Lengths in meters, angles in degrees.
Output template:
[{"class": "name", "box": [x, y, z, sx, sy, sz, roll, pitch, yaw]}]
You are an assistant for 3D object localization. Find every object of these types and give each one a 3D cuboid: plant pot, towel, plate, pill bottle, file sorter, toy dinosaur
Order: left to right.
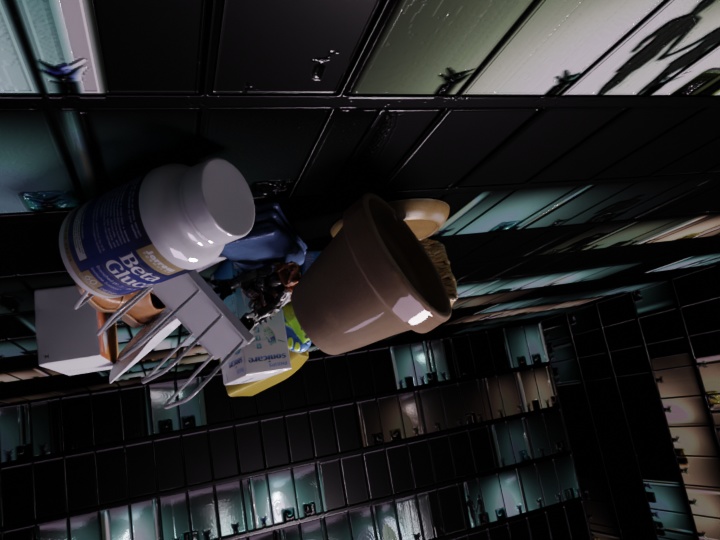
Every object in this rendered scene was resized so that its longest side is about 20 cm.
[{"class": "pill bottle", "box": [-0.213, -0.047, 0.627, 0.198, 0.113, 0.111, -17, 166, 27]}, {"class": "file sorter", "box": [-0.277, 0.072, 0.817, 0.138, 0.201, 0.125, -26, -164, 51]}, {"class": "plate", "box": [-0.368, 0.104, 1.096, 0.199, 0.032, 0.200, -40, -173, 34]}, {"class": "towel", "box": [-0.146, -0.041, 0.855, 0.110, 0.049, 0.200, -12, 168, 3]}, {"class": "plant pot", "box": [-0.250, 0.201, 1.548, 0.197, 0.198, 0.194, -20, 167, 4]}, {"class": "toy dinosaur", "box": [-0.139, 0.023, 0.876, 0.135, 0.102, 0.201, -29, 155, -33]}, {"class": "plant pot", "box": [0.001, 0.023, 0.812, 0.173, 0.202, 0.200, -34, 160, 17]}, {"class": "plant pot", "box": [0.050, -0.067, 0.956, 0.197, 0.028, 0.200, -11, 167, -2]}]

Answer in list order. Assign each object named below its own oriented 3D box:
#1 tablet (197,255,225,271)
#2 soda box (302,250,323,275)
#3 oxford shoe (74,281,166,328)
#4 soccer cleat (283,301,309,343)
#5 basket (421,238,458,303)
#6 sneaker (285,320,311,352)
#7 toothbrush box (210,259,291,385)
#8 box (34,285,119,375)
[{"class": "tablet", "box": [-0.329, 0.003, 0.979, 0.198, 0.014, 0.129, -20, 165, 37]}, {"class": "soda box", "box": [0.000, 0.000, 1.013, 0.196, 0.065, 0.068, 2, -179, 1]}, {"class": "oxford shoe", "box": [-0.374, 0.029, 0.926, 0.070, 0.072, 0.200, -24, 158, 3]}, {"class": "soccer cleat", "box": [-0.090, 0.078, 1.019, 0.067, 0.082, 0.200, -22, -178, 6]}, {"class": "basket", "box": [0.070, 0.030, 1.121, 0.197, 0.145, 0.149, -16, 165, -2]}, {"class": "sneaker", "box": [-0.184, 0.099, 1.159, 0.071, 0.198, 0.083, -54, 178, -19]}, {"class": "toothbrush box", "box": [-0.196, 0.088, 1.031, 0.084, 0.203, 0.146, -3, 165, -29]}, {"class": "box", "box": [-0.499, 0.110, 1.053, 0.096, 0.127, 0.200, -7, 168, -15]}]
